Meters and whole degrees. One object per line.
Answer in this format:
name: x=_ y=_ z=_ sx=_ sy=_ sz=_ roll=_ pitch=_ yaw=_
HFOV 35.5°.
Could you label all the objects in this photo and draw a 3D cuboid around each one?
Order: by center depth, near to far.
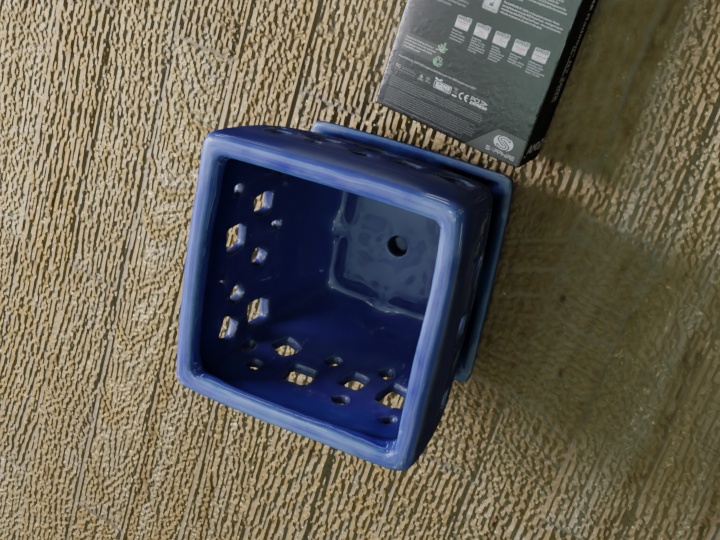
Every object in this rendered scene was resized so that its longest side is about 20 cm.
graphics card box: x=0.099 y=-0.188 z=0.794 sx=0.125 sy=0.051 sz=0.201 roll=26 pitch=115 yaw=17
plant pot: x=0.000 y=0.000 z=0.828 sx=0.199 sy=0.180 sz=0.201 roll=19 pitch=112 yaw=21
